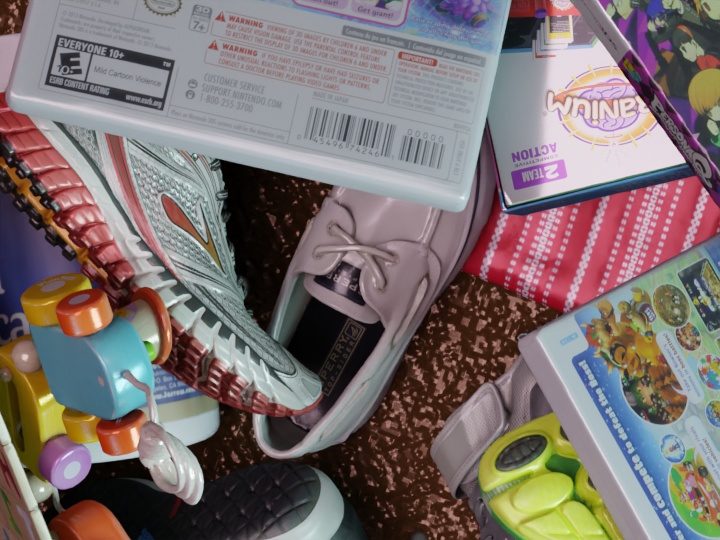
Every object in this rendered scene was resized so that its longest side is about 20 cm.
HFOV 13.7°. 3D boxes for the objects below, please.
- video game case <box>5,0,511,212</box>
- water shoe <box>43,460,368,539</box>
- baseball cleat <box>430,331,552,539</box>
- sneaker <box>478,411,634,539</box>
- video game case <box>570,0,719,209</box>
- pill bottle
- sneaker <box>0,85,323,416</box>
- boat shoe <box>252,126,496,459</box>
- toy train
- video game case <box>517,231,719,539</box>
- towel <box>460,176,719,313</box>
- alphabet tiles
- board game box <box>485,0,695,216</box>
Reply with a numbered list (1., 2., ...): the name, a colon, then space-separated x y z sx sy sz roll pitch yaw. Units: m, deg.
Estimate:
1. video game case: -0.034 -0.133 1.280 0.200 0.024 0.182 13 74 -1
2. water shoe: -0.081 0.145 1.429 0.200 0.072 0.079 -10 130 39
3. baseball cleat: 0.077 0.128 1.381 0.106 0.070 0.200 15 91 24
4. sneaker: 0.131 0.101 1.291 0.084 0.200 0.074 -38 58 48
5. video game case: 0.217 -0.106 1.264 0.200 0.036 0.181 -34 86 -8
6. pill bottle: -0.132 -0.014 1.411 0.111 0.111 0.200 -6 93 21
7. sneaker: -0.080 -0.016 1.329 0.082 0.078 0.200 -43 103 -17
8. boat shoe: 0.000 0.000 1.370 0.072 0.066 0.200 33 117 10
9. toy train: -0.103 0.080 1.303 0.150 0.056 0.200 53 150 15
10. video game case: 0.173 0.054 1.272 0.018 0.200 0.143 -35 83 54
11. towel: 0.104 -0.051 1.368 0.200 0.022 0.145 23 104 16
12. alphabet tiles: -0.175 0.085 1.365 0.006 0.166 0.200 -26 113 -17
13. board game box: 0.117 -0.138 1.324 0.153 0.040 0.200 -13 85 16
